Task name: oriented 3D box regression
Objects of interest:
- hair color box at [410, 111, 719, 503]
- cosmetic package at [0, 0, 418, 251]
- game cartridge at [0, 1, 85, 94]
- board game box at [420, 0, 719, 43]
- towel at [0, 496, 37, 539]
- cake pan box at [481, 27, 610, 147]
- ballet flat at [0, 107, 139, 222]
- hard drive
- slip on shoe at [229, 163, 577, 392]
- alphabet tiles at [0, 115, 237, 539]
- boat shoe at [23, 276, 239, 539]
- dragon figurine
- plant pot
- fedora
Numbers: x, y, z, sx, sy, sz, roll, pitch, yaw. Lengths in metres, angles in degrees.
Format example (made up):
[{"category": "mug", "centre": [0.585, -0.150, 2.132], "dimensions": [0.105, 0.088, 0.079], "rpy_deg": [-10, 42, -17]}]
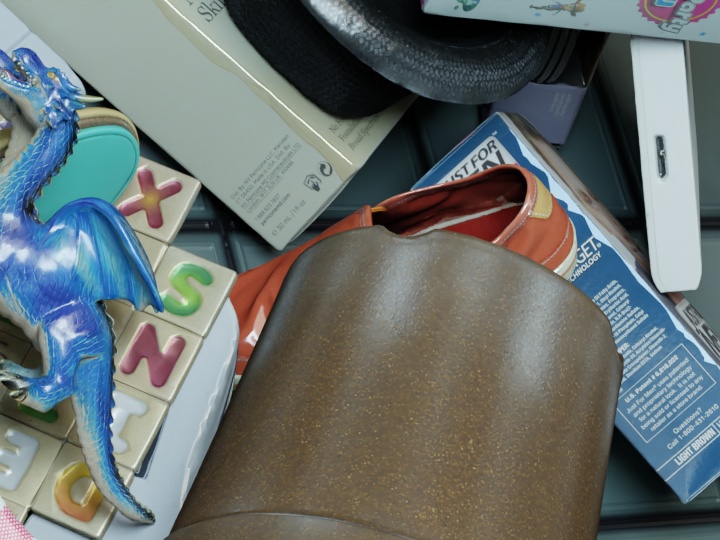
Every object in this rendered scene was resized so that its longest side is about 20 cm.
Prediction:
[{"category": "hair color box", "centre": [0.117, 0.015, 1.364], "dimensions": [0.200, 0.061, 0.100], "rpy_deg": [48, 9, 4]}, {"category": "cosmetic package", "centre": [-0.075, -0.117, 1.343], "dimensions": [0.200, 0.073, 0.104], "rpy_deg": [41, 38, -5]}, {"category": "game cartridge", "centre": [-0.237, -0.108, 1.283], "dimensions": [0.200, 0.042, 0.133], "rpy_deg": [42, 46, -1]}, {"category": "board game box", "centre": [0.122, -0.179, 1.268], "dimensions": [0.200, 0.064, 0.148], "rpy_deg": [4, 55, -15]}, {"category": "towel", "centre": [-0.206, 0.131, 1.120], "dimensions": [0.146, 0.030, 0.200], "rpy_deg": [-41, 95, -14]}, {"category": "cake pan box", "centre": [0.102, -0.189, 1.423], "dimensions": [0.052, 0.184, 0.200], "rpy_deg": [5, 58, -7]}, {"category": "ballet flat", "centre": [-0.185, -0.012, 1.184], "dimensions": [0.200, 0.069, 0.063], "rpy_deg": [-39, 46, -16]}, {"category": "hard drive", "centre": [0.151, -0.084, 1.383], "dimensions": [0.026, 0.132, 0.200], "rpy_deg": [-5, 18, 7]}, {"category": "slip on shoe", "centre": [0.000, 0.000, 1.286], "dimensions": [0.200, 0.061, 0.074], "rpy_deg": [-18, 45, 3]}, {"category": "alphabet tiles", "centre": [-0.156, 0.027, 1.201], "dimensions": [0.166, 0.006, 0.200], "rpy_deg": [22, 69, 11]}, {"category": "boat shoe", "centre": [-0.102, 0.102, 1.207], "dimensions": [0.071, 0.070, 0.200], "rpy_deg": [15, 68, 9]}, {"category": "dragon figurine", "centre": [-0.113, 0.004, 1.134], "dimensions": [0.099, 0.059, 0.200], "rpy_deg": [-35, 94, -5]}, {"category": "plant pot", "centre": [0.014, 0.103, 1.138], "dimensions": [0.200, 0.200, 0.199], "rpy_deg": [26, 57, -14]}, {"category": "fedora", "centre": [-0.005, -0.145, 1.297], "dimensions": [0.200, 0.092, 0.201], "rpy_deg": [24, 47, -27]}]
